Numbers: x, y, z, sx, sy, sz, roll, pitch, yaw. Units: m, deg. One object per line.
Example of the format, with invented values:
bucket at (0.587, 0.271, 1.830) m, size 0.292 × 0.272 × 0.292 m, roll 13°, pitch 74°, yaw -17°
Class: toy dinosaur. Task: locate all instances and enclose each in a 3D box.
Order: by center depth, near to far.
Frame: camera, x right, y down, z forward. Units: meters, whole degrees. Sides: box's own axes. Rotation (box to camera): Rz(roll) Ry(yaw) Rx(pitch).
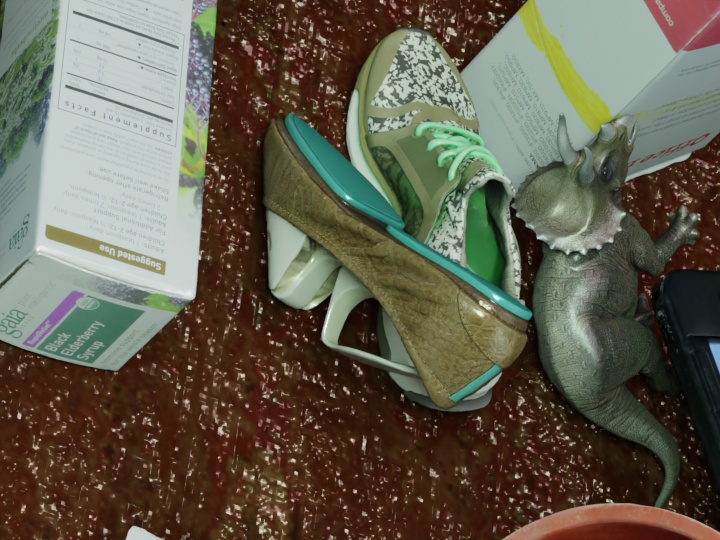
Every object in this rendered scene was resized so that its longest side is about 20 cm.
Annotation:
toy dinosaur at (0.116, 0.019, 1.379) m, size 0.102 × 0.077 × 0.201 m, roll -7°, pitch 100°, yaw -42°

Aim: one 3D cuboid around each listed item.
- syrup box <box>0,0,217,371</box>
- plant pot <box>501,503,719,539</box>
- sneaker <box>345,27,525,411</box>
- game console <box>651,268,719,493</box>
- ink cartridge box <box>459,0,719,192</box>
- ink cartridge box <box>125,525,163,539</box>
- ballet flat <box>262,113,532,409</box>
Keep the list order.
syrup box at (-0.119, -0.064, 1.265) m, size 0.081 × 0.079 × 0.201 m, roll 17°, pitch 56°, yaw -25°
plant pot at (0.143, 0.219, 1.175) m, size 0.195 × 0.200 × 0.202 m, roll 29°, pitch 46°, yaw -52°
sneaker at (0.050, -0.037, 1.353) m, size 0.077 × 0.089 × 0.201 m, roll 6°, pitch 61°, yaw -30°
game console at (0.258, 0.064, 1.315) m, size 0.175 × 0.116 × 0.201 m, roll 3°, pitch 56°, yaw -34°
ink cartridge box at (0.158, -0.126, 1.402) m, size 0.145 × 0.200 × 0.084 m, roll -19°, pitch 72°, yaw -39°
ink cartridge box at (-0.040, 0.223, 1.174) m, size 0.199 × 0.057 × 0.163 m, roll 27°, pitch 52°, yaw -13°
ballet flat at (0.000, 0.000, 1.298) m, size 0.200 × 0.072 × 0.068 m, roll 42°, pitch 9°, yaw 40°
